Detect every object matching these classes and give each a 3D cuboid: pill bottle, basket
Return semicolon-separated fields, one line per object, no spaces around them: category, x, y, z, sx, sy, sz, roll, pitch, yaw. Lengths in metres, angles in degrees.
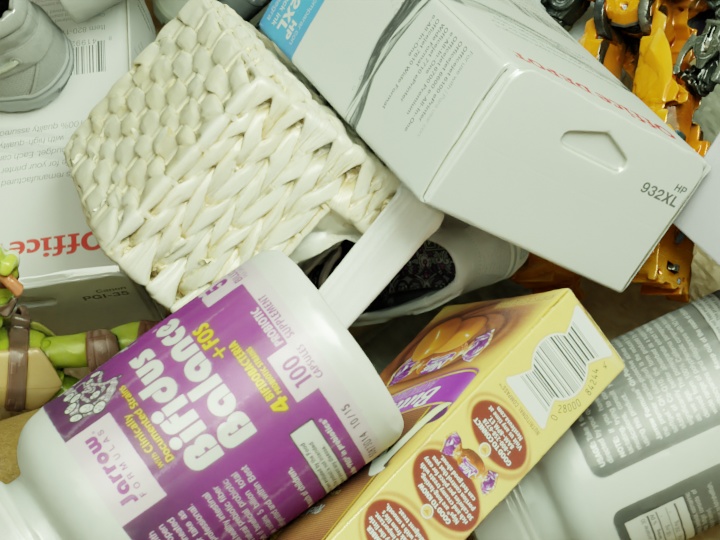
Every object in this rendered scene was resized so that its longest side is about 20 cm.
pill bottle;0.146;0.089;1.491;0.200;0.111;0.111;-25;64;-1
pill bottle;-0.089;0.089;1.345;0.200;0.112;0.112;-36;64;-6
basket;-0.062;-0.046;1.480;0.136;0.123;0.200;-48;23;6

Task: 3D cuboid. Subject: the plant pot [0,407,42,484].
plant pot;-0.081;0.128;1.495;0.200;0.187;0.187;-25;63;-14

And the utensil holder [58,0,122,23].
utensil holder;-0.111;-0.252;1.574;0.200;0.170;0.170;-31;64;-1

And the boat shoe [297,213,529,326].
boat shoe;0.000;0.000;1.537;0.200;0.072;0.068;-2;18;43

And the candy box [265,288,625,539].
candy box;0.025;0.095;1.406;0.200;0.117;0.057;-47;107;-26

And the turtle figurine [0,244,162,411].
turtle figurine;-0.182;0.063;1.570;0.161;0.201;0.064;6;28;-8

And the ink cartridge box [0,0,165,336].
ink cartridge box;-0.192;-0.062;1.641;0.146;0.083;0.201;-7;64;8

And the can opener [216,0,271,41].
can opener;-0.042;-0.152;1.609;0.053;0.200;0.066;47;46;-6

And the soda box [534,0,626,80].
soda box;0.084;-0.092;1.609;0.064;0.068;0.200;33;76;22

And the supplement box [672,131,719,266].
supplement box;0.258;-0.026;1.478;0.109;0.200;0.061;44;120;24

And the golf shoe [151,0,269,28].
golf shoe;-0.031;-0.187;1.659;0.199;0.097;0.079;-9;66;9

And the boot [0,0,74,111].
boot;-0.264;-0.132;1.589;0.199;0.096;0.074;-4;64;14

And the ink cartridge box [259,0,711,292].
ink cartridge box;0.059;-0.090;1.448;0.084;0.145;0.200;-57;38;13

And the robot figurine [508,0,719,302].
robot figurine;0.143;-0.084;1.521;0.145;0.058;0.201;1;71;40
